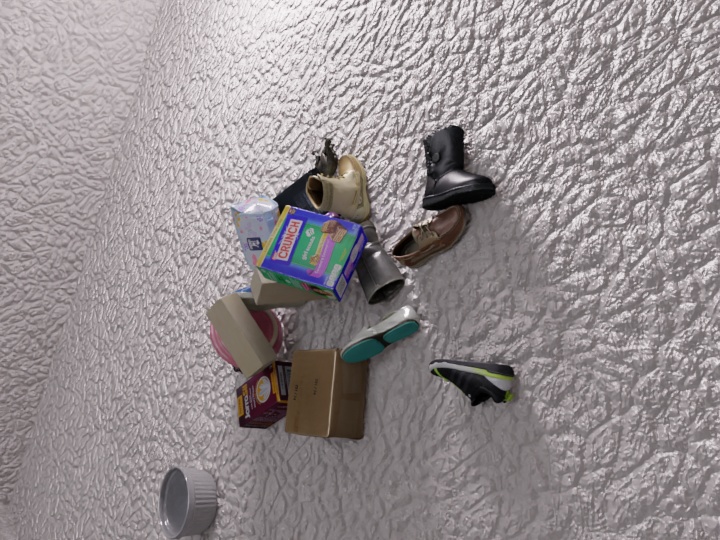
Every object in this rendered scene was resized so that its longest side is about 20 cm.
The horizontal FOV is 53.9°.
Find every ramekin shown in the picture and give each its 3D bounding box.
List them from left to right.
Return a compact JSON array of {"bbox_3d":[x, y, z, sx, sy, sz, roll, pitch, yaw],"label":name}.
[{"bbox_3d":[-0.498,0.672,2.059,0.200,0.105,0.202,-19,65,48],"label":"ramekin"}]

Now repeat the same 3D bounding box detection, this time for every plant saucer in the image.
[{"bbox_3d":[-0.296,0.159,1.873,0.051,0.199,0.202,134,134,-53],"label":"plant saucer"}]

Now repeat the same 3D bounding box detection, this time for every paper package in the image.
[{"bbox_3d":[-0.080,0.284,1.648,0.190,0.103,0.202,-9,73,51],"label":"paper package"}]

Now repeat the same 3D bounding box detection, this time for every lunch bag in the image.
[{"bbox_3d":[-0.258,-0.094,1.850,0.200,0.126,0.171,32,138,60],"label":"lunch bag"}]

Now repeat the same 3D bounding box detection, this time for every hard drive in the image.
[{"bbox_3d":[-0.148,-0.164,1.865,0.199,0.033,0.140,-29,92,43],"label":"hard drive"}]

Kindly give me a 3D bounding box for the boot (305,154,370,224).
[{"bbox_3d":[-0.062,-0.215,1.727,0.073,0.155,0.201,-35,54,40],"label":"boot"}]

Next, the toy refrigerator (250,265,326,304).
[{"bbox_3d":[-0.161,0.026,1.726,0.070,0.199,0.076,64,147,37],"label":"toy refrigerator"}]

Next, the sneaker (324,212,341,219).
[{"bbox_3d":[-0.124,-0.084,1.819,0.200,0.080,0.089,-52,50,32],"label":"sneaker"}]

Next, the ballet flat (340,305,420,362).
[{"bbox_3d":[0.043,0.137,1.551,0.199,0.069,0.070,-29,56,21],"label":"ballet flat"}]

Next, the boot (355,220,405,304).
[{"bbox_3d":[-0.002,0.000,1.645,0.181,0.072,0.201,-35,57,19],"label":"boot"}]

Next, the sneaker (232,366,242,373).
[{"bbox_3d":[-0.312,0.230,1.991,0.200,0.075,0.116,-27,64,56],"label":"sneaker"}]

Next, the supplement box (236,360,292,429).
[{"bbox_3d":[-0.236,0.326,1.845,0.200,0.085,0.111,-38,52,39],"label":"supplement box"}]

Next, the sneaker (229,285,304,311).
[{"bbox_3d":[-0.249,0.041,1.873,0.077,0.198,0.112,97,167,-57],"label":"sneaker"}]

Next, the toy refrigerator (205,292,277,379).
[{"bbox_3d":[-0.297,0.162,1.782,0.076,0.070,0.201,-40,80,32],"label":"toy refrigerator"}]

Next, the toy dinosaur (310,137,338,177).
[{"bbox_3d":[-0.086,-0.278,1.836,0.200,0.076,0.103,-36,57,56],"label":"toy dinosaur"}]

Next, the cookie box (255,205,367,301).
[{"bbox_3d":[-0.110,-0.041,1.609,0.199,0.075,0.172,15,67,20],"label":"cookie box"}]

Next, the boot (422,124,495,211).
[{"bbox_3d":[0.198,-0.222,1.467,0.200,0.076,0.170,-10,76,56],"label":"boot"}]

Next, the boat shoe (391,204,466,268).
[{"bbox_3d":[0.143,-0.070,1.496,0.200,0.071,0.076,-44,49,35],"label":"boat shoe"}]

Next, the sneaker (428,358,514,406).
[{"bbox_3d":[0.202,0.213,1.340,0.199,0.071,0.084,-3,78,51],"label":"sneaker"}]
